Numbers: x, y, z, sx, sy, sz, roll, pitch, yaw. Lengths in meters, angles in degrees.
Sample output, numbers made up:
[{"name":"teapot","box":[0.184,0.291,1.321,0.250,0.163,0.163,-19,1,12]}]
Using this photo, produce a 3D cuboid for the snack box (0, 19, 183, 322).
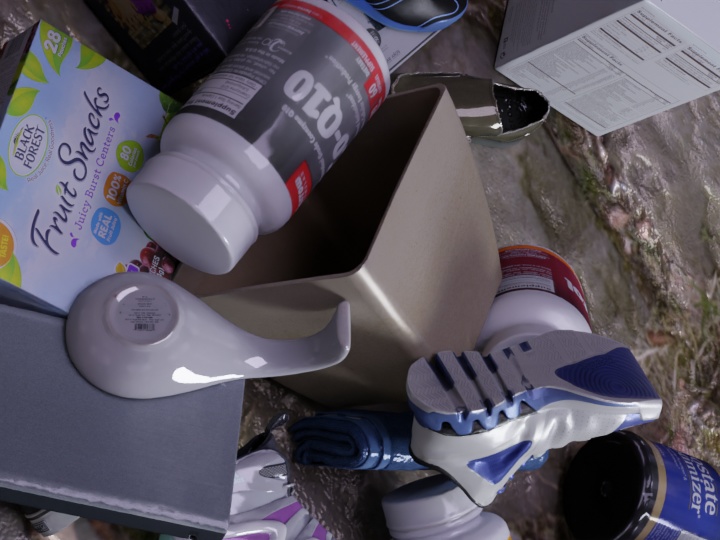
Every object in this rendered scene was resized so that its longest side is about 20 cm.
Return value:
[{"name":"snack box","box":[-0.213,-0.056,1.215,0.168,0.068,0.201,31,59,-30]}]

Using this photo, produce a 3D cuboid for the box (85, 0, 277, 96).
[{"name":"box","box":[-0.157,-0.260,1.293,0.200,0.106,0.122,51,53,-16]}]

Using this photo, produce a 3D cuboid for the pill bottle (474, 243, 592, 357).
[{"name":"pill bottle","box":[0.139,0.058,1.377,0.113,0.113,0.200,54,14,-14]}]

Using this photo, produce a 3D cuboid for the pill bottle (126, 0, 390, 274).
[{"name":"pill bottle","box":[-0.075,-0.100,1.214,0.114,0.114,0.200,46,63,-19]}]

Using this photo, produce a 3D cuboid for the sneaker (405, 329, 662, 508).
[{"name":"sneaker","box":[0.119,0.116,1.250,0.198,0.116,0.081,-4,43,-18]}]

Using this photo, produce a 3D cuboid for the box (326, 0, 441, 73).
[{"name":"box","box":[-0.022,-0.266,1.433,0.117,0.060,0.200,-45,107,-37]}]

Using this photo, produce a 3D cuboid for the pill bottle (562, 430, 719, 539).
[{"name":"pill bottle","box":[0.291,0.225,1.512,0.199,0.112,0.112,22,65,-33]}]

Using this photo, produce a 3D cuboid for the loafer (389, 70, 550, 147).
[{"name":"loafer","box":[0.093,-0.152,1.486,0.199,0.070,0.076,-5,81,-40]}]

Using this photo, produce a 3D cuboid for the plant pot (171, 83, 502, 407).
[{"name":"plant pot","box":[0.000,0.000,1.293,0.177,0.199,0.200,53,46,-32]}]

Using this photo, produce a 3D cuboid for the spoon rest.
[{"name":"spoon rest","box":[-0.108,0.048,1.161,0.199,0.061,0.100,3,58,-5]}]

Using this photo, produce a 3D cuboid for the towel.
[{"name":"towel","box":[0.051,0.138,1.341,0.199,0.111,0.049,6,85,-36]}]

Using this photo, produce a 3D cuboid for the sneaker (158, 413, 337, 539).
[{"name":"sneaker","box":[-0.058,0.181,1.266,0.199,0.078,0.141,18,67,-34]}]

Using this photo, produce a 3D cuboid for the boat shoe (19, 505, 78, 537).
[{"name":"boat shoe","box":[-0.174,0.109,1.198,0.200,0.071,0.064,-41,105,-37]}]

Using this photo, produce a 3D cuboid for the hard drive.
[{"name":"hard drive","box":[-0.184,0.105,1.137,0.199,0.033,0.140,14,52,-14]}]

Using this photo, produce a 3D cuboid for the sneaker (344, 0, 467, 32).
[{"name":"sneaker","box":[0.023,-0.258,1.376,0.199,0.078,0.070,14,69,-35]}]

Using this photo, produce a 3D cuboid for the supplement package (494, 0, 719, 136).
[{"name":"supplement package","box":[0.259,-0.250,1.562,0.150,0.200,0.152,28,62,-29]}]

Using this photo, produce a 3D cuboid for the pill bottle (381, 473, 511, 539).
[{"name":"pill bottle","box":[0.081,0.269,1.321,0.109,0.109,0.201,-20,96,-40]}]
